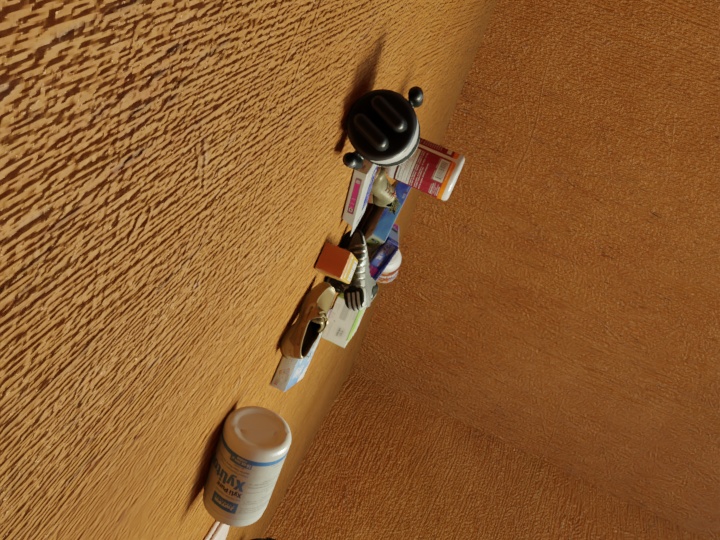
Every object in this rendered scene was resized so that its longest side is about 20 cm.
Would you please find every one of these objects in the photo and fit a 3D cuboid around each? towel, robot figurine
[{"bbox_3d":[-0.379,0.707,1.767,0.191,0.032,0.201,-56,169,-61],"label":"towel"},{"bbox_3d":[0.041,-0.248,1.257,0.200,0.149,0.125,-19,104,-81],"label":"robot figurine"}]

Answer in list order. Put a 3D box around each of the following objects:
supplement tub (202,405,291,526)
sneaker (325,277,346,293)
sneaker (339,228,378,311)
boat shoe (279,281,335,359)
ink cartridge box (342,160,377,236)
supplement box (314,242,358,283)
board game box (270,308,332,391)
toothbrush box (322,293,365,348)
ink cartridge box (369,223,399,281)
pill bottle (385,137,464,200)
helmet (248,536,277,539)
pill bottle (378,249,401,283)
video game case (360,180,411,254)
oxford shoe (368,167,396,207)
[{"bbox_3d":[-0.217,0.371,1.366,0.132,0.131,0.201,-55,167,-63],"label":"supplement tub"},{"bbox_3d":[-0.044,0.013,1.855,0.200,0.078,0.090,-15,106,-75],"label":"sneaker"},{"bbox_3d":[0.000,0.000,1.791,0.115,0.075,0.201,4,85,-65],"label":"sneaker"},{"bbox_3d":[-0.100,0.112,1.578,0.071,0.064,0.200,53,54,-39],"label":"boat shoe"},{"bbox_3d":[0.000,-0.176,1.596,0.200,0.037,0.095,104,11,-49],"label":"ink cartridge box"},{"bbox_3d":[-0.052,-0.013,1.636,0.200,0.066,0.069,66,45,-83],"label":"supplement box"},{"bbox_3d":[-0.139,0.180,1.741,0.200,0.043,0.200,-11,125,-82],"label":"board game box"},{"bbox_3d":[-0.042,0.139,2.264,0.200,0.086,0.146,-49,162,-76],"label":"toothbrush box"},{"bbox_3d":[0.057,-0.052,1.940,0.120,0.042,0.200,-53,-167,20],"label":"ink cartridge box"},{"bbox_3d":[0.131,-0.250,1.660,0.113,0.199,0.113,24,90,-85],"label":"pill bottle"},{"bbox_3d":[-0.360,1.023,2.450,0.200,0.190,0.201,169,-90,-78],"label":"helmet"},{"bbox_3d":[0.093,-0.034,2.660,0.200,0.112,0.113,95,20,-72],"label":"pill bottle"},{"bbox_3d":[0.055,-0.140,1.963,0.201,0.045,0.181,-63,-168,-23],"label":"video game case"},{"bbox_3d":[0.058,-0.210,1.787,0.200,0.075,0.071,82,33,-80],"label":"oxford shoe"}]
